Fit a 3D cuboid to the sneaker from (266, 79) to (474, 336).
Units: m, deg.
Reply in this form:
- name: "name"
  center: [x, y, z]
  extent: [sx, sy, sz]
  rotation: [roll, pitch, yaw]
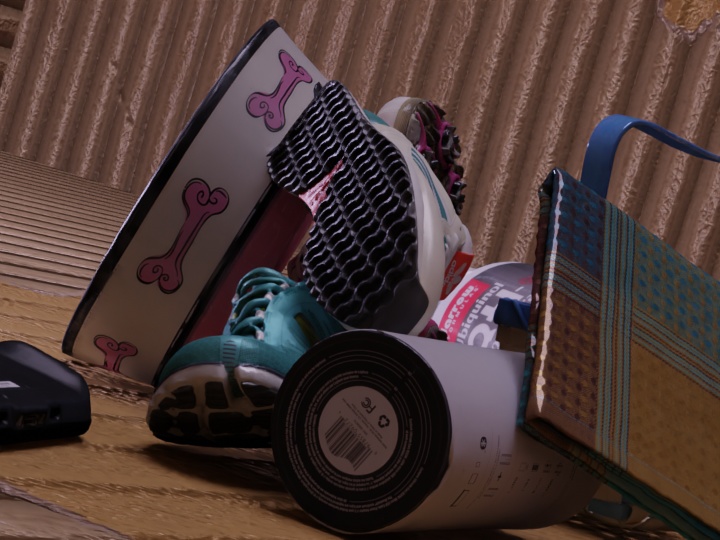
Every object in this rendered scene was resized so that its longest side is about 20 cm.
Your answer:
- name: "sneaker"
  center: [0.022, -0.015, 1.178]
  extent: [0.093, 0.070, 0.200]
  rotation: [34, 13, -25]

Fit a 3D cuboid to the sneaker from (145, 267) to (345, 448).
- name: "sneaker"
  center: [-0.046, 0.039, 1.148]
  extent: [0.077, 0.080, 0.200]
  rotation: [-1, -3, 10]

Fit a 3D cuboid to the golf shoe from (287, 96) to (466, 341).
- name: "golf shoe"
  center: [0.000, 0.000, 1.338]
  extent: [0.092, 0.201, 0.073]
  rotation: [18, 32, 19]

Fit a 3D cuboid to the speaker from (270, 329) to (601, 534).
- name: "speaker"
  center: [0.040, 0.071, 1.104]
  extent: [0.081, 0.082, 0.200]
  rotation: [18, 3, 24]

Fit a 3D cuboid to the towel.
- name: "towel"
  center: [0.148, 0.059, 1.144]
  extent: [0.199, 0.147, 0.022]
  rotation: [33, -47, -25]

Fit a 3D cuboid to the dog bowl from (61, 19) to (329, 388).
- name: "dog bowl"
  center: [-0.069, -0.024, 1.328]
  extent: [0.074, 0.201, 0.200]
  rotation: [33, 2, 0]

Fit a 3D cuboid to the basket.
- name: "basket"
  center: [0.151, 0.031, 1.345]
  extent: [0.139, 0.201, 0.176]
  rotation: [19, 2, 42]

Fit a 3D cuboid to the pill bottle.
- name: "pill bottle"
  center: [0.109, 0.056, 1.618]
  extent: [0.110, 0.112, 0.200]
  rotation: [15, 2, -31]

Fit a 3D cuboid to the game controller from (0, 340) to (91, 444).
- name: "game controller"
  center: [-0.171, 0.039, 0.997]
  extent: [0.104, 0.042, 0.200]
  rotation: [32, 6, 11]
